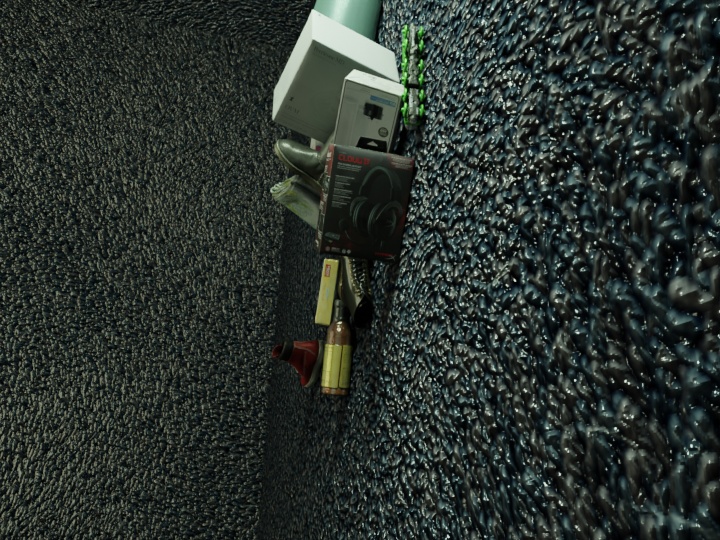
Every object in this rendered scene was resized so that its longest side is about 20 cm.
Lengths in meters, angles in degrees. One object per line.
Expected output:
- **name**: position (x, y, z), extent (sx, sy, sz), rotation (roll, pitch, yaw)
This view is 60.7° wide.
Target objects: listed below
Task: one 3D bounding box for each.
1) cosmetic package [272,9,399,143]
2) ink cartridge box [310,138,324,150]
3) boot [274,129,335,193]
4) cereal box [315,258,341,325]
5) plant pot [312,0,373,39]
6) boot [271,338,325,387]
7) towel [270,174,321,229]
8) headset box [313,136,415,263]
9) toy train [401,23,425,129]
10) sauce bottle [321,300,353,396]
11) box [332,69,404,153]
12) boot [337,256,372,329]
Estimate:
- **cosmetic package**: position (-0.054, -0.379, 1.268), extent (0.201, 0.195, 0.125), rotation (-53, 29, 37)
- **ink cartridge box**: position (-0.057, -0.266, 1.472), extent (0.125, 0.125, 0.206), rotation (151, 126, -76)
- **boot**: position (-0.057, -0.264, 1.242), extent (0.200, 0.180, 0.073), rotation (-46, 18, 37)
- **cereal box**: position (-0.069, 0.046, 1.454), extent (0.200, 0.038, 0.148), rotation (-9, -73, -87)
- **plant pot**: position (-0.041, -0.583, 1.470), extent (0.200, 0.195, 0.201), rotation (-135, 61, -74)
- **boot**: position (-0.182, 0.256, 1.720), extent (0.202, 0.140, 0.074), rotation (109, 161, -47)
- **towel**: position (-0.103, -0.143, 1.410), extent (0.049, 0.197, 0.170), rotation (-63, 21, -11)
- **headset box**: position (0.006, -0.126, 1.073), extent (0.077, 0.145, 0.206), rotation (-136, 55, -73)
- **toy train**: position (0.089, -0.334, 1.064), extent (0.057, 0.040, 0.205), rotation (103, 169, -69)
- **sauce bottle**: position (-0.046, 0.169, 1.342), extent (0.066, 0.064, 0.206), rotation (153, 125, -75)
- **box**: position (0.011, -0.256, 1.160), extent (0.060, 0.114, 0.204), rotation (-62, -10, -55)
- **boot**: position (0.000, 0.000, 1.230), extent (0.139, 0.075, 0.205), rotation (-117, 23, -61)
